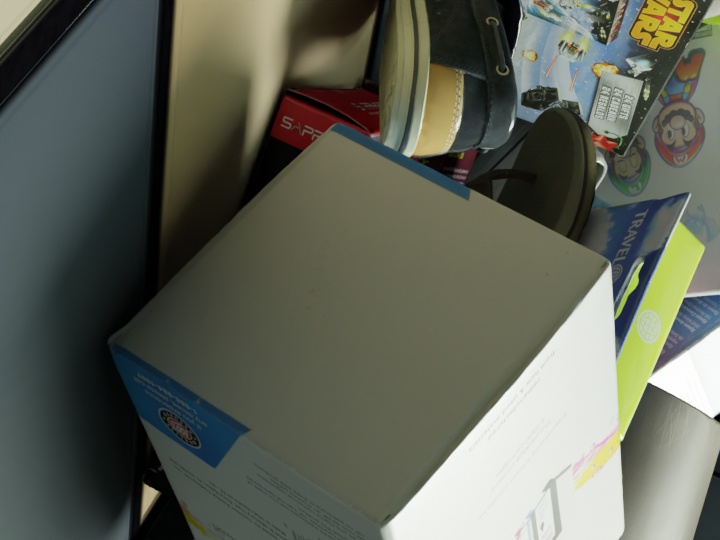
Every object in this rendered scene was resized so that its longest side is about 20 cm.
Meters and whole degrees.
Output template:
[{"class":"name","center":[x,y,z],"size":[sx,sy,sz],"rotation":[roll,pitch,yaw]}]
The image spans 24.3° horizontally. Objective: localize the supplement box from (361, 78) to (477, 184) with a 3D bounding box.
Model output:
[{"class":"supplement box","center":[0.000,0.000,0.934],"size":[0.202,0.060,0.109],"rotation":[-67,170,6]}]

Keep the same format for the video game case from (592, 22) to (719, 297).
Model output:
[{"class":"video game case","center":[0.146,-0.071,1.040],"size":[0.024,0.199,0.184],"rotation":[2,84,-49]}]

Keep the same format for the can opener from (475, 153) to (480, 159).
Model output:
[{"class":"can opener","center":[0.080,-0.134,1.033],"size":[0.066,0.052,0.202],"rotation":[-17,130,-75]}]

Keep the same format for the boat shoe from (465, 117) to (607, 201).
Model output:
[{"class":"boat shoe","center":[0.071,-0.012,1.020],"size":[0.073,0.067,0.201],"rotation":[20,113,-39]}]

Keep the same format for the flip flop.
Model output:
[{"class":"flip flop","center":[0.052,-0.004,0.870],"size":[0.201,0.057,0.081],"rotation":[-52,-156,-2]}]

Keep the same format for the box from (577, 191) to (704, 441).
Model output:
[{"class":"box","center":[0.093,0.030,0.879],"size":[0.199,0.048,0.123],"rotation":[-10,-134,55]}]

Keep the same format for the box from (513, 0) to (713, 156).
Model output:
[{"class":"box","center":[0.113,-0.148,0.904],"size":[0.200,0.136,0.040],"rotation":[110,1,-62]}]

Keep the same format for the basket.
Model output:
[{"class":"basket","center":[0.109,0.154,0.917],"size":[0.201,0.179,0.136],"rotation":[-63,-161,-5]}]

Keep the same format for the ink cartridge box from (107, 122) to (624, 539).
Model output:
[{"class":"ink cartridge box","center":[0.014,0.076,0.711],"size":[0.145,0.147,0.201],"rotation":[-46,147,-25]}]

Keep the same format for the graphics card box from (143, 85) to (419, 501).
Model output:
[{"class":"graphics card box","center":[-0.033,0.012,0.815],"size":[0.202,0.051,0.125],"rotation":[-68,169,11]}]

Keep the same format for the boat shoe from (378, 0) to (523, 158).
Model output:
[{"class":"boat shoe","center":[0.043,-0.115,0.788],"size":[0.201,0.062,0.075],"rotation":[-88,-174,-56]}]

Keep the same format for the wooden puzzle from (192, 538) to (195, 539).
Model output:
[{"class":"wooden puzzle","center":[-0.047,0.197,0.914],"size":[0.185,0.046,0.202],"rotation":[-30,132,-33]}]

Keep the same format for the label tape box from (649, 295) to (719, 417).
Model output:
[{"class":"label tape box","center":[0.139,0.069,1.061],"size":[0.199,0.143,0.066],"rotation":[-36,122,-9]}]

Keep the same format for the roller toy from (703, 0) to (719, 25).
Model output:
[{"class":"roller toy","center":[0.166,-0.244,0.905],"size":[0.140,0.181,0.200],"rotation":[-61,171,-27]}]
